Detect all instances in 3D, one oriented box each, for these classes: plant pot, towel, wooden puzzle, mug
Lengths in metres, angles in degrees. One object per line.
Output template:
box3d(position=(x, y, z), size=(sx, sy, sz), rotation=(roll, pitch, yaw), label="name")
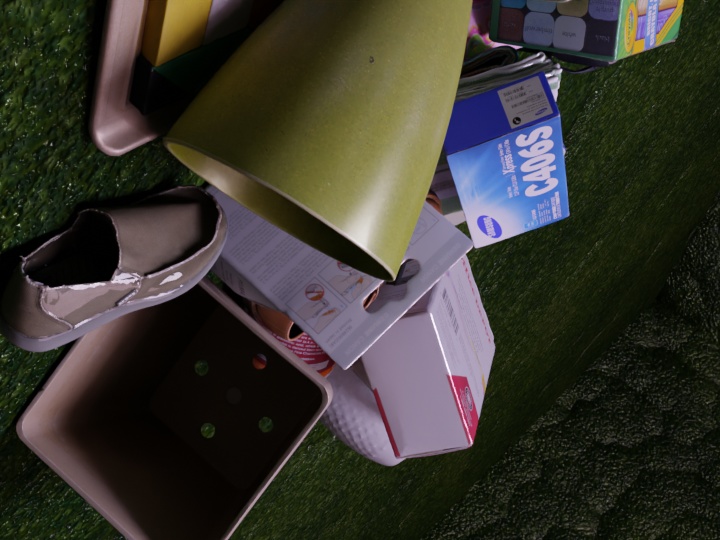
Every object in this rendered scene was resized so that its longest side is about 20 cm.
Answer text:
box3d(position=(-0.138, 0.118, 0.993), size=(0.201, 0.199, 0.177), rotation=(-52, 170, 5), label="plant pot")
box3d(position=(0.071, -0.159, 1.018), size=(0.145, 0.022, 0.200), rotation=(-24, -176, 7), label="towel")
box3d(position=(0.091, -0.107, 0.981), size=(0.147, 0.031, 0.201), rotation=(-15, 157, -5), label="towel")
box3d(position=(-0.096, -0.182, 0.758), size=(0.184, 0.037, 0.201), rotation=(-35, 155, -39), label="wooden puzzle")
box3d(position=(-0.009, -0.127, 0.792), size=(0.202, 0.185, 0.187), rotation=(-61, 161, -6), label="plant pot")
box3d(position=(0.012, 0.121, 1.245), size=(0.147, 0.176, 0.200), rotation=(-41, -179, -7), label="mug")

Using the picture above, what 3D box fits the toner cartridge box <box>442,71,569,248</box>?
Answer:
box3d(position=(0.123, -0.086, 0.955), size=(0.094, 0.044, 0.200), rotation=(-18, 157, 6), label="toner cartridge box")

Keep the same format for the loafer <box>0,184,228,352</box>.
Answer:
box3d(position=(-0.174, -0.011, 0.832), size=(0.199, 0.075, 0.070), rotation=(-36, 160, -37), label="loafer")

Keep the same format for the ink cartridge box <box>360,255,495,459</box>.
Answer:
box3d(position=(0.068, 0.068, 1.123), size=(0.084, 0.150, 0.200), rotation=(-14, -162, 17), label="ink cartridge box")

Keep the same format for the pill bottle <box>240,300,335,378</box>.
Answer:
box3d(position=(-0.049, 0.010, 1.092), size=(0.112, 0.113, 0.202), rotation=(-31, 153, -44), label="pill bottle")

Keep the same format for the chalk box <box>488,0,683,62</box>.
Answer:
box3d(position=(0.190, -0.254, 0.964), size=(0.199, 0.123, 0.126), rotation=(-25, 125, -53), label="chalk box")

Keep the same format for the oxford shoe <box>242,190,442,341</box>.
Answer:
box3d(position=(0.000, 0.000, 0.975), size=(0.199, 0.071, 0.072), rotation=(-33, 142, -18), label="oxford shoe")

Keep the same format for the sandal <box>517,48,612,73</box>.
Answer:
box3d(position=(0.212, -0.232, 1.145), size=(0.076, 0.200, 0.043), rotation=(-33, 116, -9), label="sandal")

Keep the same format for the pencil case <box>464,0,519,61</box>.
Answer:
box3d(position=(0.099, -0.229, 1.034), size=(0.199, 0.087, 0.088), rotation=(-30, 152, -49), label="pencil case")

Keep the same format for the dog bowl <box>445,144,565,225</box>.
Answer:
box3d(position=(0.107, -0.111, 1.163), size=(0.198, 0.080, 0.200), rotation=(-25, 171, -4), label="dog bowl")

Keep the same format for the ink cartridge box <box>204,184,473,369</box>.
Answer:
box3d(position=(-0.030, -0.026, 0.937), size=(0.160, 0.200, 0.047), rotation=(-42, 161, -21), label="ink cartridge box")
